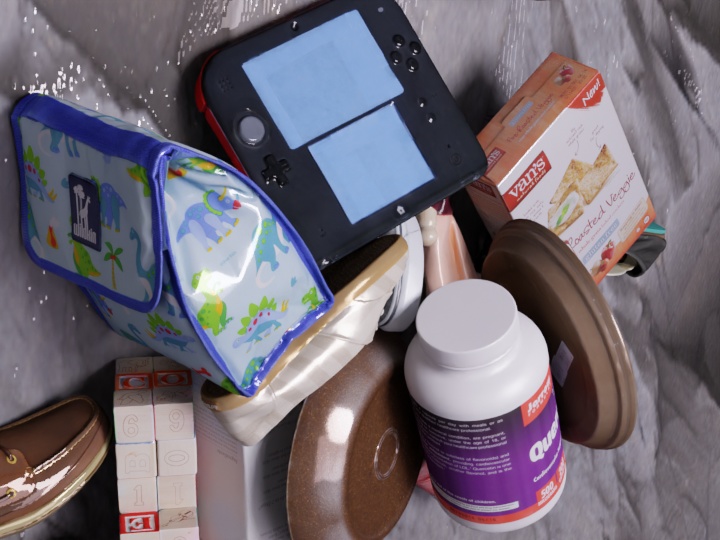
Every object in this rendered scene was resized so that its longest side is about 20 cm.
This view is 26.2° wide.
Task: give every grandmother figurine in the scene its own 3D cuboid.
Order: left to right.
[{"bbox_3d":[0.061,-0.045,1.275,0.060,0.121,0.202,-10,95,-6],"label":"grandmother figurine"}]

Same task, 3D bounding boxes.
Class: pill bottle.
[{"bbox_3d":[0.097,0.105,1.209,0.112,0.112,0.201,-40,138,-26],"label":"pill bottle"}]

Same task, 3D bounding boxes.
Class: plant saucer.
[{"bbox_3d":[0.007,0.140,1.210,0.200,0.036,0.202,-33,128,-56],"label":"plant saucer"},{"bbox_3d":[0.152,0.056,1.240,0.029,0.200,0.201,-23,122,-19],"label":"plant saucer"}]

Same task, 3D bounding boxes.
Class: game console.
[{"bbox_3d":[-0.013,-0.112,1.172,0.199,0.031,0.177,-30,85,-32],"label":"game console"}]

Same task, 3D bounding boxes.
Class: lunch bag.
[{"bbox_3d":[-0.139,-0.028,1.053,0.128,0.169,0.201,-48,133,-22],"label":"lunch bag"}]

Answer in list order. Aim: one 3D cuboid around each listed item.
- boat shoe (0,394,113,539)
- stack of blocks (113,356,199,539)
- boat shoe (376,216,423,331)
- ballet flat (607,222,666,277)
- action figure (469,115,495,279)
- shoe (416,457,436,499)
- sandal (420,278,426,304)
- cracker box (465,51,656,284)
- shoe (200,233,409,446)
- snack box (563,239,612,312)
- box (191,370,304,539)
[{"bbox_3d":[-0.260,0.145,1.074,0.200,0.072,0.068,-34,129,-27],"label":"boat shoe"},{"bbox_3d":[-0.151,0.178,1.153,0.058,0.115,0.201,-2,111,-8],"label":"stack of blocks"},{"bbox_3d":[-0.003,-0.048,1.213,0.071,0.072,0.201,3,65,-32],"label":"boat shoe"},{"bbox_3d":[0.230,-0.030,1.486,0.199,0.068,0.069,17,102,-46],"label":"ballet flat"},{"bbox_3d":[0.128,-0.040,1.384,0.130,0.069,0.201,-14,119,-48],"label":"action figure"},{"bbox_3d":[0.105,0.115,1.415,0.201,0.071,0.091,-58,141,-3],"label":"shoe"},{"bbox_3d":[-0.001,0.001,1.277,0.201,0.057,0.080,28,86,-47],"label":"sandal"},{"bbox_3d":[0.170,-0.068,1.315,0.134,0.058,0.200,-48,138,-13],"label":"cracker box"},{"bbox_3d":[-0.033,0.048,1.125,0.200,0.070,0.054,-43,115,-24],"label":"shoe"},{"bbox_3d":[0.155,0.048,1.311,0.024,0.072,0.200,-25,163,-20],"label":"snack box"},{"bbox_3d":[-0.073,0.124,1.229,0.124,0.097,0.201,-18,117,-39],"label":"box"}]
